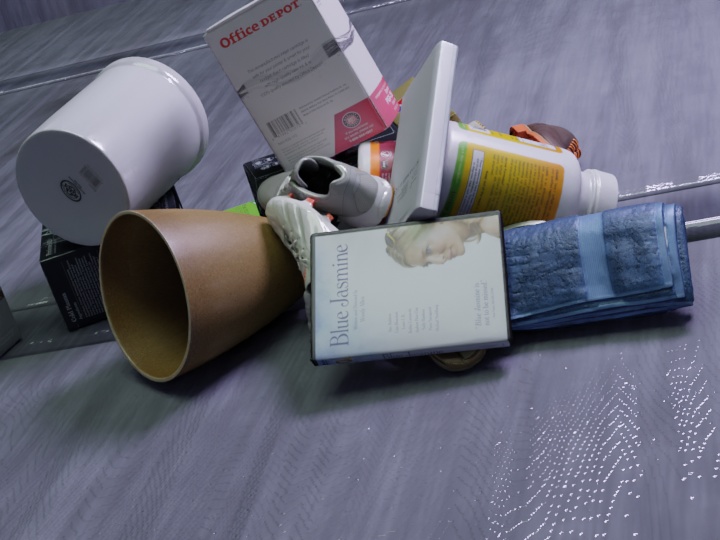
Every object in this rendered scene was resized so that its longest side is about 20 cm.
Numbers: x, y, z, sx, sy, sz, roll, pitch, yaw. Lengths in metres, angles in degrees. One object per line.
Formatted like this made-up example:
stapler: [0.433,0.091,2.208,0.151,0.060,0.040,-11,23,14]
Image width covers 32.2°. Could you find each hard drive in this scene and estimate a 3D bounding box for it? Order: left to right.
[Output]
hard drive: [0.063,-0.128,1.344,0.027,0.132,0.201,14,65,-12]

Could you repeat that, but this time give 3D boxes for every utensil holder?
utensil holder: [-0.307,-0.146,1.544,0.169,0.171,0.200,-4,30,27]

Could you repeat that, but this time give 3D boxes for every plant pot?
plant pot: [-0.158,0.007,1.389,0.199,0.187,0.186,-16,19,-38]

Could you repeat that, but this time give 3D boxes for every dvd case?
dvd case: [0.047,0.017,1.239,0.199,0.018,0.143,-7,64,11]

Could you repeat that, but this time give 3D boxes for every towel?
towel: [0.222,-0.003,1.225,0.199,0.112,0.049,-10,-20,21]

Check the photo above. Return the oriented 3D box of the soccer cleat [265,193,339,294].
soccer cleat: [-0.045,-0.016,1.321,0.078,0.069,0.200,-43,54,-17]

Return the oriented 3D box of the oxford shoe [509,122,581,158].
oxford shoe: [0.246,-0.150,1.565,0.072,0.071,0.200,-14,24,-5]

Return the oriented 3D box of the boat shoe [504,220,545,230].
boat shoe: [0.196,-0.009,1.295,0.199,0.072,0.068,-4,28,20]

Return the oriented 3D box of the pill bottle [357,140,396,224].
pill bottle: [0.097,-0.097,1.462,0.199,0.110,0.110,0,25,0]

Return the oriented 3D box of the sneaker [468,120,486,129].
sneaker: [0.144,-0.131,1.599,0.090,0.075,0.200,-27,19,-2]

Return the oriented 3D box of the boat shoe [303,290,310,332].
boat shoe: [0.000,0.000,1.402,0.071,0.070,0.200,-5,26,32]

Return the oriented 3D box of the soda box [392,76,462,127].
soda box: [0.085,-0.183,1.595,0.064,0.068,0.200,-37,25,2]

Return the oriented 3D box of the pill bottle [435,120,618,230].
pill bottle: [0.171,-0.087,1.356,0.199,0.111,0.111,13,23,-9]

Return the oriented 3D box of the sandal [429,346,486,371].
sandal: [0.085,0.043,1.291,0.080,0.054,0.200,-22,39,2]

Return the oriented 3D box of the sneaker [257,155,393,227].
sneaker: [-0.058,-0.098,1.396,0.199,0.092,0.076,3,67,46]

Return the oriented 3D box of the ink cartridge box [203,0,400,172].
ink cartridge box: [-0.067,-0.235,1.469,0.146,0.200,0.083,-23,18,25]

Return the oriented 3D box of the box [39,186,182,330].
box: [-0.314,-0.032,1.631,0.181,0.104,0.200,-20,25,-5]

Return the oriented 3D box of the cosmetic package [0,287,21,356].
cosmetic package: [-0.541,0.079,1.568,0.199,0.091,0.107,0,29,27]

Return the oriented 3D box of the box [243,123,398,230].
box: [-0.032,-0.100,1.582,0.199,0.115,0.132,-19,23,-6]

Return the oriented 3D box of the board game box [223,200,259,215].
board game box: [-0.091,-0.087,1.695,0.199,0.030,0.096,-22,25,-4]
